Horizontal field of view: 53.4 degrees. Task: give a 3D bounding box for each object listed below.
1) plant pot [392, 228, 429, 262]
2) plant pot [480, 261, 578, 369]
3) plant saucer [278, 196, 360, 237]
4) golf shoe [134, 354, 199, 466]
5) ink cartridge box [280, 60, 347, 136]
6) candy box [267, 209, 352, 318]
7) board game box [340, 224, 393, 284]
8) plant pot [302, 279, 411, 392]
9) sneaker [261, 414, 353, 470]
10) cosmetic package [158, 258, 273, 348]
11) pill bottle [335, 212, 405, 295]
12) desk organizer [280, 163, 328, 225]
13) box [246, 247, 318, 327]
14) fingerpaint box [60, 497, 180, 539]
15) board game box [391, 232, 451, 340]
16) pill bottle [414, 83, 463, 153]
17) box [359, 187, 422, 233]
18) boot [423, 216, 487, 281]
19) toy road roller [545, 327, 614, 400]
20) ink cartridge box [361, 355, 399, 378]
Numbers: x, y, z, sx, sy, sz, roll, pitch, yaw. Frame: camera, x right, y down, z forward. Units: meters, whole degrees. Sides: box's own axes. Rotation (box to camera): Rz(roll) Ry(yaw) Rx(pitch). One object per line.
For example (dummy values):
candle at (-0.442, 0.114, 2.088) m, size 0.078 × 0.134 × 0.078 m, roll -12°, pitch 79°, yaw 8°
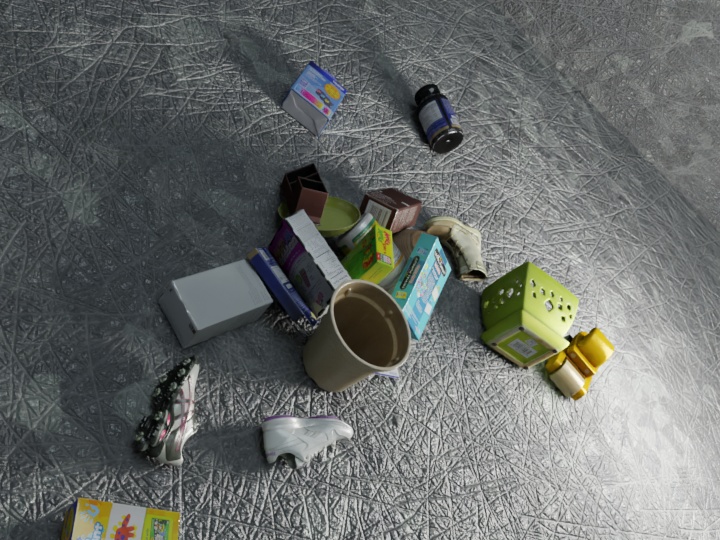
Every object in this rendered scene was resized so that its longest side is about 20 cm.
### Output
plant pot at (0.147, -0.035, 1.849) m, size 0.197 × 0.093 × 0.205 m, roll 23°, pitch 47°, yaw -27°
plant pot at (0.439, 0.134, 1.899) m, size 0.197 × 0.198 × 0.184 m, roll 32°, pitch 50°, yaw -16°
plant saucer at (-0.097, -0.126, 1.692) m, size 0.194 × 0.032 × 0.201 m, roll 4°, pitch 28°, yaw -2°
golf shoe at (-0.324, 0.245, 1.263) m, size 0.088 × 0.076 × 0.203 m, roll 48°, pitch 40°, yaw -30°
ink cartridge box at (-0.123, -0.484, 1.976) m, size 0.135 × 0.076 × 0.202 m, roll 36°, pitch 41°, yaw -12°
candy box at (-0.111, -0.012, 1.573) m, size 0.060 × 0.136 × 0.202 m, roll -29°, pitch 80°, yaw -34°
board game box at (0.000, 0.000, 1.614) m, size 0.047 × 0.200 × 0.104 m, roll 19°, pitch 48°, yaw -26°
plant pot at (-0.025, 0.154, 1.488) m, size 0.197 × 0.183 × 0.205 m, roll 22°, pitch 46°, yaw -25°
sneaker at (-0.103, 0.333, 1.385) m, size 0.195 × 0.074 × 0.103 m, roll 7°, pitch 68°, yaw -31°
cosmetic package at (-0.284, 0.062, 1.418) m, size 0.197 × 0.081 × 0.114 m, roll -18°, pitch 71°, yaw -45°
pill bottle at (0.040, -0.028, 1.729) m, size 0.201 × 0.112 × 0.113 m, roll 50°, pitch 40°, yaw -10°
desk organizer at (-0.132, -0.188, 1.670) m, size 0.070 × 0.079 × 0.201 m, roll 11°, pitch 25°, yaw -20°
box at (-0.163, 0.041, 1.515) m, size 0.202 × 0.032 × 0.121 m, roll 53°, pitch 3°, yaw 0°
fingerpaint box at (-0.362, 0.457, 1.053) m, size 0.164 × 0.073 × 0.204 m, roll 19°, pitch 48°, yaw -30°
board game box at (0.141, 0.040, 1.698) m, size 0.203 × 0.046 × 0.152 m, roll -63°, pitch 149°, yaw -20°
pill bottle at (0.242, -0.481, 2.255) m, size 0.110 × 0.112 × 0.204 m, roll 1°, pitch 58°, yaw -39°
box at (0.078, -0.155, 1.834) m, size 0.098 × 0.077 × 0.199 m, roll 27°, pitch 18°, yaw 16°
boot at (0.267, -0.058, 1.987) m, size 0.196 × 0.072 × 0.158 m, roll 17°, pitch 52°, yaw -31°
toy road roller at (0.618, 0.246, 1.993) m, size 0.123 × 0.146 × 0.200 m, roll 46°, pitch 41°, yaw 1°
ink cartridge box at (0.028, 0.157, 1.641) m, size 0.097 × 0.039 × 0.204 m, roll 16°, pitch 49°, yaw -31°
